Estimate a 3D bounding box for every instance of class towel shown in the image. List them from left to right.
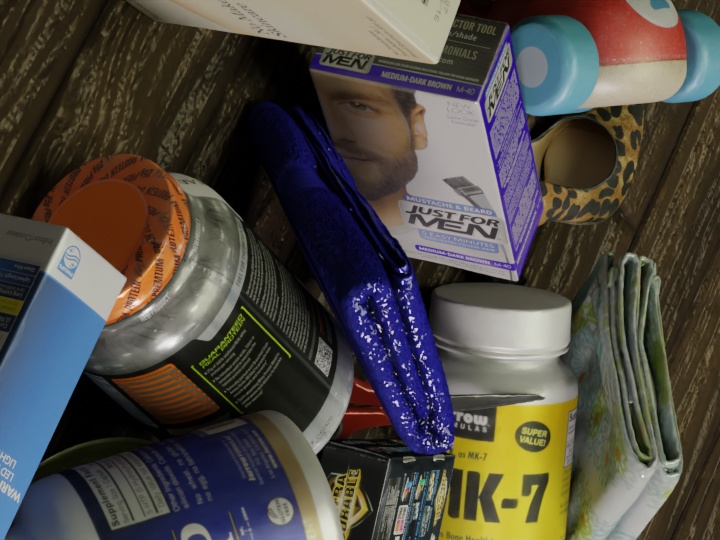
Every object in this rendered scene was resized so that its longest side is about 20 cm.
[{"bbox_3d":[0.000,0.000,1.473,0.049,0.200,0.148,-27,130,-2],"label":"towel"},{"bbox_3d":[0.162,0.103,1.707,0.200,0.048,0.172,114,-23,-57],"label":"towel"}]

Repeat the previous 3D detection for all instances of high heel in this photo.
[{"bbox_3d":[0.139,-0.086,1.714,0.200,0.071,0.143,-52,155,-21],"label":"high heel"}]

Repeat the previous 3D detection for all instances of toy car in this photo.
[{"bbox_3d":[0.121,-0.200,1.611,0.184,0.176,0.202,-10,95,-49],"label":"toy car"}]

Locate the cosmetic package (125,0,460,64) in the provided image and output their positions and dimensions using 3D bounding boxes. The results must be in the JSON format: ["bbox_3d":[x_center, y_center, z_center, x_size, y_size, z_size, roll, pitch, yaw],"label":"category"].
[{"bbox_3d":[-0.050,-0.173,1.336,0.103,0.199,0.074,34,72,-52],"label":"cosmetic package"}]

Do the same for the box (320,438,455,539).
[{"bbox_3d":[-0.001,0.205,1.540,0.159,0.046,0.202,10,92,-73],"label":"box"}]

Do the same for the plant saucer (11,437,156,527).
[{"bbox_3d":[-0.158,0.187,1.403,0.199,0.031,0.202,-13,111,-38],"label":"plant saucer"}]

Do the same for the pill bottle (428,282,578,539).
[{"bbox_3d":[0.087,0.115,1.684,0.114,0.114,0.202,-10,107,-53],"label":"pill bottle"}]

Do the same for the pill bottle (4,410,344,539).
[{"bbox_3d":[-0.118,0.156,1.319,0.199,0.120,0.121,-16,116,-21],"label":"pill bottle"}]

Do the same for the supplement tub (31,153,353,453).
[{"bbox_3d":[-0.096,0.027,1.394,0.200,0.122,0.123,49,60,-50],"label":"supplement tub"}]

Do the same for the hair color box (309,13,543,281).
[{"bbox_3d":[0.044,-0.078,1.528,0.201,0.108,0.065,73,34,-56],"label":"hair color box"}]

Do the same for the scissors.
[{"bbox_3d":[0.022,0.091,1.590,0.199,0.014,0.074,12,108,-29],"label":"scissors"}]

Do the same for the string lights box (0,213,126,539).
[{"bbox_3d":[-0.209,0.071,1.265,0.059,0.102,0.201,44,64,-48],"label":"string lights box"}]
